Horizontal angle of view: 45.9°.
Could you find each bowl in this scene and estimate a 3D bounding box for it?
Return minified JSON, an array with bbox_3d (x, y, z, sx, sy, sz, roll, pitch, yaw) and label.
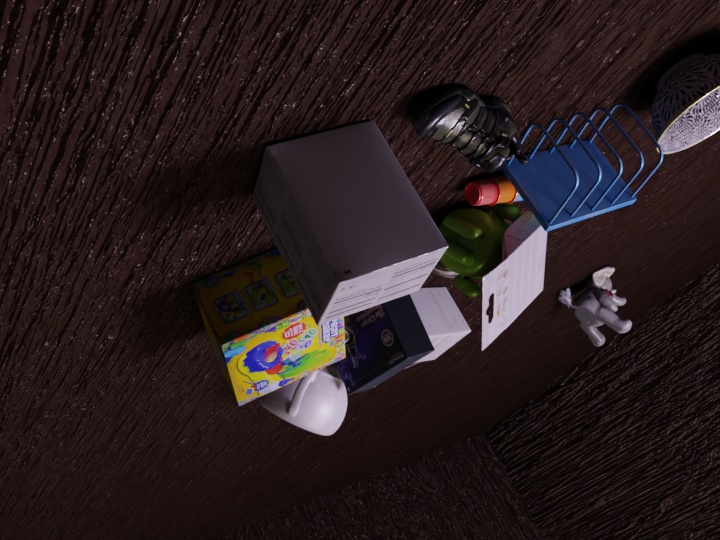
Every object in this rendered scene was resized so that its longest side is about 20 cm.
[{"bbox_3d":[0.546,-0.289,1.385,0.200,0.094,0.201,-25,159,-10],"label":"bowl"}]

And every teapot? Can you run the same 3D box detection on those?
[{"bbox_3d":[-0.102,0.227,1.693,0.197,0.200,0.146,26,90,-40],"label":"teapot"}]

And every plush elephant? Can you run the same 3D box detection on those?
[{"bbox_3d":[0.658,0.084,2.337,0.155,0.200,0.165,-44,170,-28],"label":"plush elephant"}]

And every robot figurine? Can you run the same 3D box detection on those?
[{"bbox_3d":[0.207,-0.046,1.490,0.200,0.116,0.176,11,105,-59],"label":"robot figurine"}]

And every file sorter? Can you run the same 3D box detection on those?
[{"bbox_3d":[0.358,-0.173,1.359,0.199,0.139,0.123,-17,154,-28],"label":"file sorter"}]

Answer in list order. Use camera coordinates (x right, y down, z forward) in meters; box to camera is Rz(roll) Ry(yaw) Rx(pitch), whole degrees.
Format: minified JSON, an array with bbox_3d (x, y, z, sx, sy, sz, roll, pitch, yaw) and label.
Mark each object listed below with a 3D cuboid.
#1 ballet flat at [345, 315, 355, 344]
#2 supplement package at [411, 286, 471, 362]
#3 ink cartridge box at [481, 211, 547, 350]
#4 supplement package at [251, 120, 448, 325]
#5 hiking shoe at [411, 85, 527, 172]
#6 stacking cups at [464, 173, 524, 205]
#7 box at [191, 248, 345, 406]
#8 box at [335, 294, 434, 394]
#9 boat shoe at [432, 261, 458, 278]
[{"bbox_3d":[-0.065,0.104,1.509,0.068,0.069,0.200,-29,160,27],"label":"ballet flat"},{"bbox_3d":[0.109,0.114,1.738,0.117,0.117,0.200,-42,155,32],"label":"supplement package"},{"bbox_3d":[0.246,0.016,1.440,0.200,0.050,0.163,-37,137,-34],"label":"ink cartridge box"},{"bbox_3d":[-0.017,-0.062,1.048,0.155,0.200,0.111,-18,158,-26],"label":"supplement package"},{"bbox_3d":[0.154,-0.182,1.127,0.200,0.101,0.076,-7,150,-44],"label":"hiking shoe"},{"bbox_3d":[0.260,-0.136,1.433,0.199,0.061,0.061,-13,154,-32],"label":"stacking cups"},{"bbox_3d":[-0.135,0.079,1.306,0.192,0.122,0.200,-24,149,-14],"label":"box"},{"bbox_3d":[0.030,0.132,1.609,0.079,0.141,0.200,-14,163,-41],"label":"box"},{"bbox_3d":[0.196,-0.016,1.620,0.200,0.067,0.057,-16,152,-39],"label":"boat shoe"}]
